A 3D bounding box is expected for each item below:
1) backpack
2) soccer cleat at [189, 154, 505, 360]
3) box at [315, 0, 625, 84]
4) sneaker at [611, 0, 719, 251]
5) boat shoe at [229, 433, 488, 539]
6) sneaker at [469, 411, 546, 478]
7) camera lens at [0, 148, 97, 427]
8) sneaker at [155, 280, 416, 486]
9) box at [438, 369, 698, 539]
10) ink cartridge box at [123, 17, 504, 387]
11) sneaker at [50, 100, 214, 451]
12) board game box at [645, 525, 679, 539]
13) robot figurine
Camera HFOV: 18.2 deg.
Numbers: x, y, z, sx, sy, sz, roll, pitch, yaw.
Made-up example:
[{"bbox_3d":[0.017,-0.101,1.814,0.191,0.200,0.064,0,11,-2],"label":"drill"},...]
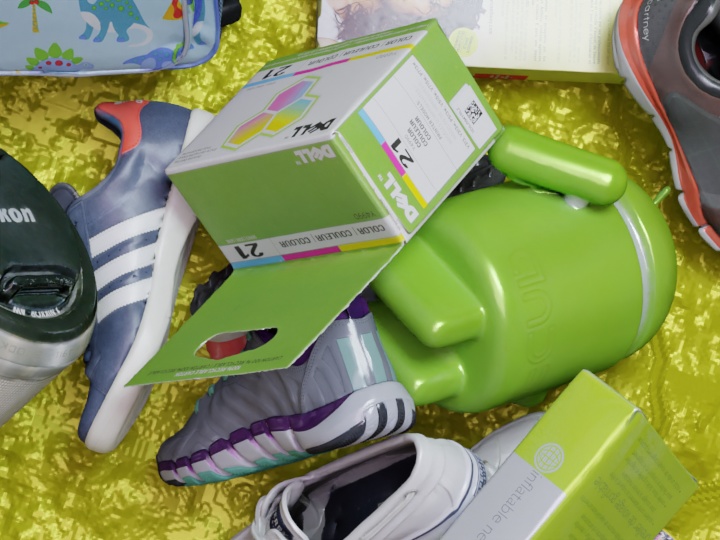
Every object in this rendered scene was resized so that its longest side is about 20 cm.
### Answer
[{"bbox_3d":[-0.157,-0.204,1.202,0.183,0.147,0.200,-1,118,-2],"label":"backpack"},{"bbox_3d":[0.000,0.000,1.281,0.200,0.068,0.073,-31,121,-13],"label":"soccer cleat"},{"bbox_3d":[0.075,-0.147,1.292,0.200,0.050,0.075,1,87,-3],"label":"box"},{"bbox_3d":[0.217,-0.074,1.247,0.200,0.082,0.077,52,55,-23],"label":"sneaker"},{"bbox_3d":[-0.026,0.138,1.225,0.200,0.065,0.074,-33,47,25],"label":"boat shoe"},{"bbox_3d":[0.056,0.162,1.257,0.073,0.085,0.200,42,85,3],"label":"sneaker"},{"bbox_3d":[-0.250,0.030,1.186,0.200,0.160,0.160,-40,89,24],"label":"camera lens"},{"bbox_3d":[-0.047,0.062,1.221,0.074,0.200,0.088,-10,83,-42],"label":"sneaker"},{"bbox_3d":[0.089,0.160,1.205,0.048,0.122,0.200,38,86,33],"label":"box"},{"bbox_3d":[-0.041,-0.034,1.168,0.200,0.148,0.076,-48,115,-34],"label":"ink cartridge box"},{"bbox_3d":[-0.142,-0.001,1.259,0.084,0.075,0.200,15,77,-3],"label":"sneaker"},{"bbox_3d":[0.188,0.267,1.270,0.200,0.057,0.165,40,84,1],"label":"board game box"},{"bbox_3d":[0.090,0.008,1.230,0.200,0.176,0.116,-17,48,-34],"label":"robot figurine"}]
